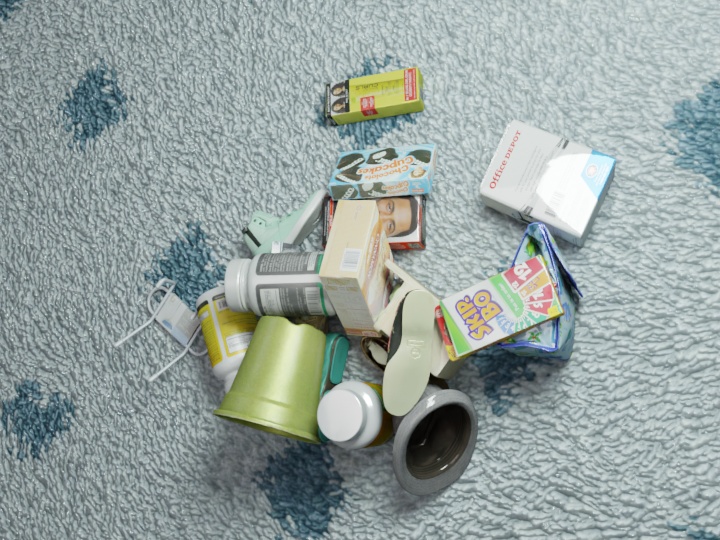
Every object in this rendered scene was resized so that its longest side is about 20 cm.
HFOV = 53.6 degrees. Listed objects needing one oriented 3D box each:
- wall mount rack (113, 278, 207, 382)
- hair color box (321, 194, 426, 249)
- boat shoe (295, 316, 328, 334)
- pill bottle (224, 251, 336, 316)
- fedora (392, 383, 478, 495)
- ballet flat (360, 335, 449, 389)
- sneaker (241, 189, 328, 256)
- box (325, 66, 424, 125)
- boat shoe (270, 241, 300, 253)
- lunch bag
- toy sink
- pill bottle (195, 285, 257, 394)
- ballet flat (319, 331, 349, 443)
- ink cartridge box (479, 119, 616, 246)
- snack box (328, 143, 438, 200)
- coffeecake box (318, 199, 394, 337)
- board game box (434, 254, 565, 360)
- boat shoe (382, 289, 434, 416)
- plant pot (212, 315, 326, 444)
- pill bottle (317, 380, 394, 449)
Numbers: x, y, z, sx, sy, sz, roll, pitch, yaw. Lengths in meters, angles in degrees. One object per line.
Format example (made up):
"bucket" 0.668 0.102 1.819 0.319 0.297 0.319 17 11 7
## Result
"wall mount rack" -0.407 0.123 1.474 0.198 0.074 0.176 36 94 23
"hair color box" 0.026 -0.093 1.368 0.194 0.061 0.105 -3 78 18
"boat shoe" -0.098 0.079 1.374 0.072 0.069 0.207 7 84 19
"pill bottle" -0.138 0.025 1.284 0.194 0.113 0.117 -1 79 10
"fedora" 0.114 0.276 1.230 0.173 0.205 0.090 -22 35 -19
"ballet flat" 0.073 0.178 1.294 0.199 0.072 0.069 39 97 21
"sneaker" -0.157 -0.105 1.425 0.118 0.074 0.202 42 97 15
"box" 0.028 -0.346 1.421 0.194 0.050 0.078 -4 78 18
"boat shoe" -0.152 0.046 1.389 0.066 0.072 0.206 7 103 -7
"lunch bag" 0.302 0.039 1.186 0.124 0.169 0.207 1 79 23
"toy sink" 0.102 0.091 1.270 0.199 0.130 0.113 40 94 20
"pill bottle" -0.246 0.140 1.393 0.110 0.112 0.205 -23 73 13
"ballet flat" -0.068 0.218 1.348 0.069 0.066 0.207 4 82 43
"ink cartridge box" 0.329 -0.155 1.259 0.197 0.086 0.149 26 89 23
"snack box" 0.045 -0.189 1.360 0.194 0.038 0.118 -2 42 19
"coffeecake box" 0.000 0.000 1.262 0.071 0.202 0.157 3 58 17
"board game box" 0.211 0.062 1.119 0.197 0.030 0.098 -27 68 23
"boat shoe" 0.080 0.134 1.171 0.071 0.063 0.208 12 86 -3
"plant pot" -0.142 0.189 1.267 0.195 0.201 0.189 9 73 20
"pill bottle" -0.003 0.251 1.239 0.108 0.200 0.115 -4 78 18
